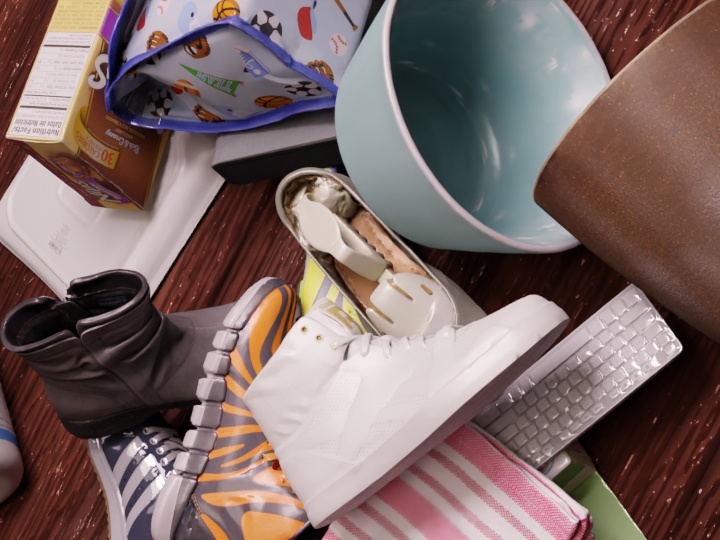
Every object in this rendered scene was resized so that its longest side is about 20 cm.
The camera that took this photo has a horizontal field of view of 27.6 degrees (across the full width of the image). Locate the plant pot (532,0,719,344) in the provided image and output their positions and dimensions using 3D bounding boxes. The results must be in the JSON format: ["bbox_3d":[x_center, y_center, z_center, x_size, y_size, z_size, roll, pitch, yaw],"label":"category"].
[{"bbox_3d":[0.232,-0.028,0.814,0.187,0.187,0.200,-45,73,17],"label":"plant pot"}]

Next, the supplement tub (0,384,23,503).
[{"bbox_3d":[-0.360,0.098,1.190,0.132,0.132,0.200,-34,62,23],"label":"supplement tub"}]

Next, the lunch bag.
[{"bbox_3d":[-0.092,-0.192,1.021,0.200,0.124,0.170,-9,55,49],"label":"lunch bag"}]

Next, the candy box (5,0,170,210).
[{"bbox_3d":[-0.184,-0.160,1.116,0.056,0.117,0.200,7,70,28],"label":"candy box"}]

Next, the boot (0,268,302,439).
[{"bbox_3d":[-0.136,0.043,1.014,0.200,0.132,0.070,-24,55,-8],"label":"boot"}]

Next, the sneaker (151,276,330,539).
[{"bbox_3d":[-0.054,0.111,0.973,0.112,0.078,0.200,18,89,20],"label":"sneaker"}]

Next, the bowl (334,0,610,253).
[{"bbox_3d":[0.062,-0.092,0.935,0.105,0.201,0.201,-26,64,47],"label":"bowl"}]

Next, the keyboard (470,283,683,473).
[{"bbox_3d":[0.107,0.090,0.900,0.200,0.011,0.056,-42,59,16],"label":"keyboard"}]

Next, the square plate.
[{"bbox_3d":[-0.212,-0.067,1.193,0.200,0.028,0.198,40,101,34],"label":"square plate"}]

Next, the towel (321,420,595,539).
[{"bbox_3d":[0.032,0.190,0.884,0.146,0.030,0.200,35,90,34],"label":"towel"}]

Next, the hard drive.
[{"bbox_3d":[-0.027,-0.164,1.058,0.139,0.033,0.200,-10,56,32],"label":"hard drive"}]

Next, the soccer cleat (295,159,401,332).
[{"bbox_3d":[-0.001,0.000,1.010,0.084,0.065,0.200,-28,63,38],"label":"soccer cleat"}]

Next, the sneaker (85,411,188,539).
[{"bbox_3d":[-0.134,0.151,1.064,0.108,0.070,0.200,-21,73,31],"label":"sneaker"}]

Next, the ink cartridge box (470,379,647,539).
[{"bbox_3d":[0.090,0.167,0.926,0.146,0.048,0.200,-44,56,17],"label":"ink cartridge box"}]

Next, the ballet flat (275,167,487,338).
[{"bbox_3d":[0.012,0.008,0.941,0.067,0.064,0.200,-48,63,12],"label":"ballet flat"}]

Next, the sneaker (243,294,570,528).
[{"bbox_3d":[0.018,0.051,0.874,0.200,0.074,0.116,-39,74,13],"label":"sneaker"}]
